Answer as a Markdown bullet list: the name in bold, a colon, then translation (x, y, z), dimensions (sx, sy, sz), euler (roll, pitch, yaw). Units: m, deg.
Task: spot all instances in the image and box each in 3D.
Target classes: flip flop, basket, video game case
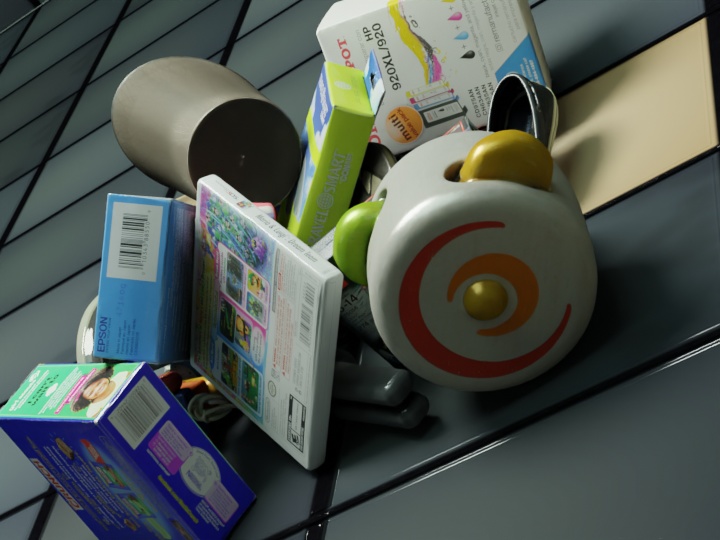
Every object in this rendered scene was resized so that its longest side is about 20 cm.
- **flip flop**: translation (0.016, -0.075, 1.573), dimensions (0.200, 0.057, 0.082), euler (-166, 90, -78)
- **basket**: translation (-0.139, -0.126, 1.624), dimensions (0.137, 0.179, 0.200), euler (-69, 22, 6)
- **video game case**: translation (-0.085, 0.044, 1.438), dimensions (0.024, 0.202, 0.182), euler (-21, 42, -34)

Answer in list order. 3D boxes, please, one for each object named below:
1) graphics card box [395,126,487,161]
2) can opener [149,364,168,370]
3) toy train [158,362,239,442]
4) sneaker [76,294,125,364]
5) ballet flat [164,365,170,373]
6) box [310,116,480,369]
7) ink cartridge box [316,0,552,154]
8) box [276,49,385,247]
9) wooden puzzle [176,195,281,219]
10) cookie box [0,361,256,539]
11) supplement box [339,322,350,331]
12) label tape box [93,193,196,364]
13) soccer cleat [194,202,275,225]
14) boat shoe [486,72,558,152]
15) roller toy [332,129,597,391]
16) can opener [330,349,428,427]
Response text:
- **graphics card box**: translation (0.077, -0.085, 1.655), dimensions (0.126, 0.051, 0.199), euler (-48, 24, -22)
- **can opener**: translation (-0.155, 0.048, 1.711), dimensions (0.199, 0.053, 0.067), euler (-25, 32, 2)
- **toy train**: translation (-0.146, 0.118, 1.612), dimensions (0.199, 0.085, 0.116), euler (-13, 20, 41)
- **sneaker**: translation (-0.198, 0.043, 1.627), dimensions (0.105, 0.075, 0.201), euler (-9, 34, 25)
- **ballet flat**: translation (-0.160, 0.033, 1.779), dimensions (0.071, 0.072, 0.201), euler (-7, 41, 51)
- **box**: translation (0.060, -0.019, 1.431), dimensions (0.200, 0.137, 0.040), euler (-40, 30, 17)
- **ink cartridge box**: translation (0.076, -0.216, 1.671), dimensions (0.198, 0.148, 0.145), euler (-17, 15, 12)
- **box**: translation (-0.030, -0.101, 1.562), dimensions (0.122, 0.047, 0.202), euler (-102, 27, -63)
- **wooden puzzle**: translation (-0.093, -0.072, 1.771), dimensions (0.198, 0.047, 0.185), euler (-6, 13, 25)
- **cookie box**: translation (-0.215, 0.167, 1.500), dimensions (0.199, 0.172, 0.075), euler (-5, 38, 51)
- **supplement box**: translation (0.000, 0.000, 1.608), dimensions (0.109, 0.061, 0.200), euler (-46, 24, -17)
- **label tape box**: translation (-0.184, 0.009, 1.530), dimensions (0.065, 0.145, 0.200), euler (4, -1, 5)
- **soccer cleat**: translation (-0.102, -0.006, 1.573), dimensions (0.076, 0.200, 0.067), euler (-13, 65, 2)
- **boat shoe**: translation (0.140, -0.092, 1.519), dimensions (0.074, 0.062, 0.202), euler (-13, 55, 35)
- **roller toy**: translation (0.096, -0.006, 1.329), dimensions (0.199, 0.183, 0.140), euler (-35, 24, 15)
- **can opener**: translation (-0.009, 0.095, 1.450), dimensions (0.067, 0.053, 0.199), euler (-47, 25, -20)
